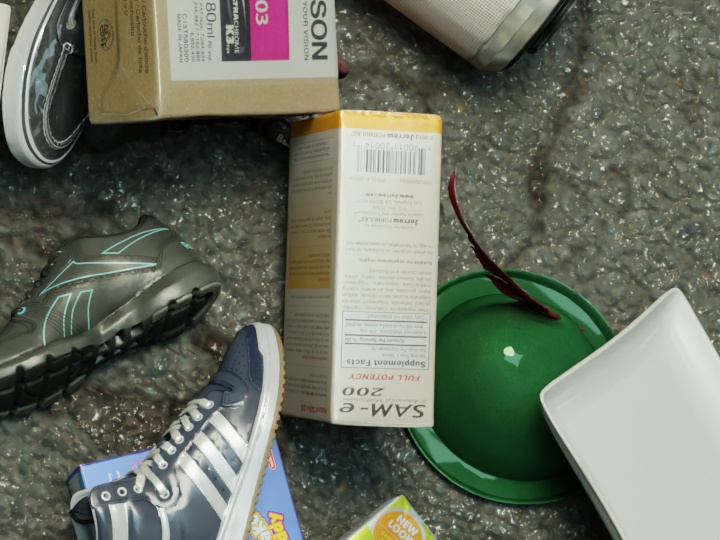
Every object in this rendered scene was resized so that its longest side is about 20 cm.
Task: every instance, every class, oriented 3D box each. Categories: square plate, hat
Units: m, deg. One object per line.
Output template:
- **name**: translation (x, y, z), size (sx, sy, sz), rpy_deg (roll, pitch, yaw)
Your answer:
- **square plate**: translation (0.211, 0.135, 1.697), size (0.198, 0.028, 0.201), rpy_deg (-32, 93, -48)
- **hat**: translation (0.118, 0.056, 1.652), size (0.198, 0.176, 0.167), rpy_deg (12, 72, -14)

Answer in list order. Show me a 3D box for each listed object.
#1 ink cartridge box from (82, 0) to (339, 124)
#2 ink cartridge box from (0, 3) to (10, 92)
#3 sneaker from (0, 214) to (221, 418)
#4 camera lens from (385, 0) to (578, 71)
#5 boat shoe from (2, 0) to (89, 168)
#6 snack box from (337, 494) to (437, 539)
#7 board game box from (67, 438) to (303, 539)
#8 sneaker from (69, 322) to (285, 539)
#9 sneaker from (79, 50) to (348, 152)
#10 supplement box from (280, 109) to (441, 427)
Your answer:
- **ink cartridge box**: translation (-0.096, -0.195, 1.590), size (0.164, 0.075, 0.202), rpy_deg (-7, 95, -45)
- **ink cartridge box**: translation (-0.312, -0.080, 1.606), size (0.145, 0.084, 0.202), rpy_deg (10, 73, -13)
- **sneaker**: translation (-0.190, 0.030, 1.631), size (0.199, 0.076, 0.079), rpy_deg (-27, 70, -28)
- **camera lens**: translation (0.068, -0.248, 1.731), size (0.199, 0.160, 0.160), rpy_deg (35, 68, -5)
- **boat shoe**: translation (-0.167, -0.158, 1.619), size (0.072, 0.067, 0.201), rpy_deg (37, 72, -50)
- **snack box**: translation (-0.011, 0.259, 1.574), size (0.200, 0.053, 0.143), rpy_deg (-37, 89, -23)
- **board game box**: translation (-0.098, 0.210, 1.613), size (0.133, 0.045, 0.201), rpy_deg (-12, 79, -20)
- **sneaker**: translation (-0.117, 0.118, 1.571), size (0.108, 0.070, 0.201), rpy_deg (17, 73, -14)
- **sneaker**: translation (-0.086, -0.110, 1.693), size (0.200, 0.076, 0.116), rpy_deg (-37, 91, -23)
- **supplement box**: translation (0.000, 0.000, 1.636), size (0.073, 0.126, 0.202), rpy_deg (2, 90, -17)
